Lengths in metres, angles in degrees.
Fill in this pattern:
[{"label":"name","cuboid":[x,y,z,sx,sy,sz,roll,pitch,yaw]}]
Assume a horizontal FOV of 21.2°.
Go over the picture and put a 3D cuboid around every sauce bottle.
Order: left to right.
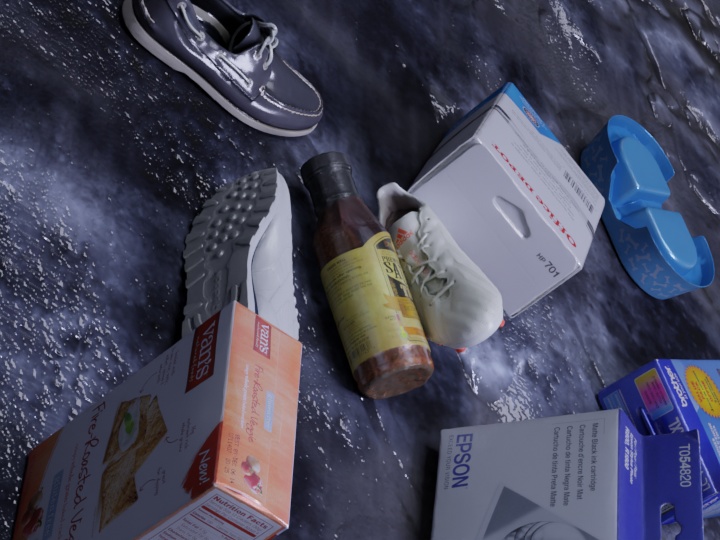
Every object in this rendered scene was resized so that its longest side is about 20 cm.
[{"label":"sauce bottle","cuboid":[0.000,0.000,1.501,0.066,0.066,0.200,9,56,-49]}]

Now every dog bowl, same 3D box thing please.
[{"label":"dog bowl","cuboid":[0.286,-0.060,1.945,0.111,0.050,0.200,6,56,-50]}]

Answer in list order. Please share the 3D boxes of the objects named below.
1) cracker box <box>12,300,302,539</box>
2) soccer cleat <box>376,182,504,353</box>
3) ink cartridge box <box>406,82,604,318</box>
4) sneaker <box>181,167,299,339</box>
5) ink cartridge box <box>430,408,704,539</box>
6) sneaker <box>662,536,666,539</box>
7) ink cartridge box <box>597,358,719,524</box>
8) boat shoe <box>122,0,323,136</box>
[{"label":"cracker box","cuboid":[-0.121,0.124,1.102,0.058,0.200,0.134,35,37,-29]},{"label":"soccer cleat","cuboid":[0.054,-0.003,1.524,0.078,0.069,0.200,58,-1,-31]},{"label":"ink cartridge box","cuboid":[0.132,-0.066,1.686,0.147,0.086,0.200,51,23,-6]},{"label":"sneaker","cuboid":[-0.079,0.010,1.397,0.081,0.076,0.200,46,36,-34]},{"label":"ink cartridge box","cuboid":[0.150,0.187,1.413,0.200,0.199,0.041,-82,159,-48]},{"label":"sneaker","cuboid":[0.202,0.234,1.546,0.114,0.076,0.200,-19,73,-55]},{"label":"ink cartridge box","cuboid":[0.301,0.154,1.747,0.200,0.076,0.137,2,60,-50]},{"label":"boat shoe","cuboid":[-0.095,-0.173,1.536,0.200,0.063,0.073,31,39,-33]}]
